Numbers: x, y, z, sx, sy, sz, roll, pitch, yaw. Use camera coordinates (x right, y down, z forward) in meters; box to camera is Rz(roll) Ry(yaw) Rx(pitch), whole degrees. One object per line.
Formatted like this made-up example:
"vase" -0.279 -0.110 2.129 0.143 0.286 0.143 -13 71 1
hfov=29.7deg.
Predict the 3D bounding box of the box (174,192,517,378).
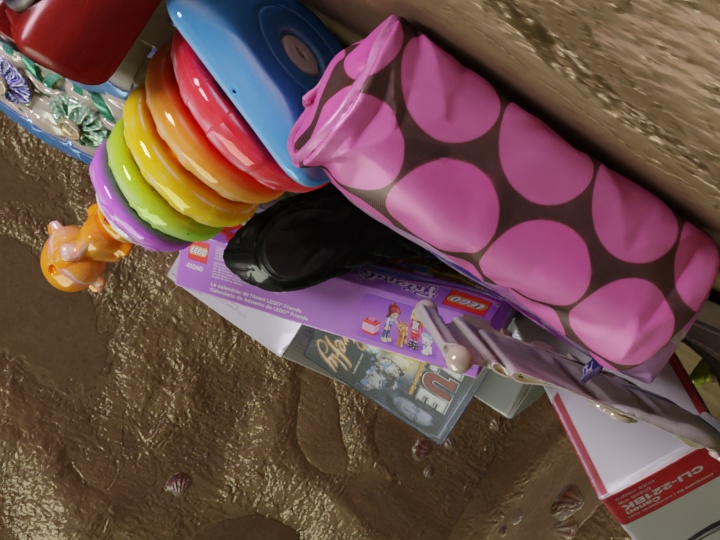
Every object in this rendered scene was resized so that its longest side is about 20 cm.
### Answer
"box" 0.000 0.000 0.867 0.198 0.040 0.137 17 -159 14

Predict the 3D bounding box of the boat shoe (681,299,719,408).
"boat shoe" 0.262 0.086 0.839 0.200 0.072 0.070 34 -178 7

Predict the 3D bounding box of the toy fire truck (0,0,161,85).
"toy fire truck" -0.148 -0.155 0.572 0.175 0.129 0.200 31 -169 -32

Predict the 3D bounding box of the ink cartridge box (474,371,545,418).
"ink cartridge box" 0.119 0.033 1.154 0.146 0.084 0.200 33 -159 19

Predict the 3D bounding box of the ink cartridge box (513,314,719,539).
"ink cartridge box" 0.194 0.111 0.905 0.200 0.083 0.145 47 -164 -50

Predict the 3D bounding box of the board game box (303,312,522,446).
"board game box" 0.039 0.040 1.013 0.135 0.035 0.201 32 145 7

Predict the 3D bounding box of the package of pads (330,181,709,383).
"package of pads" 0.085 -0.023 0.746 0.199 0.076 0.120 32 -177 -31

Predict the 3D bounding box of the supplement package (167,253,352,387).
"supplement package" -0.026 -0.025 1.200 0.146 0.201 0.191 32 180 28

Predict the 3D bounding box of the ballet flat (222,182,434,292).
"ballet flat" 0.009 -0.036 0.805 0.198 0.067 0.057 -15 -167 -32

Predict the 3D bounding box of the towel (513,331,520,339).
"towel" 0.067 0.006 1.001 0.198 0.024 0.146 1 130 41

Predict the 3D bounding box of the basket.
"basket" -0.157 -0.137 0.825 0.175 0.140 0.200 31 171 6

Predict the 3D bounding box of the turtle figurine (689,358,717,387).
"turtle figurine" 0.313 0.111 0.970 0.161 0.065 0.200 41 -166 18

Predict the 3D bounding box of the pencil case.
"pencil case" 0.061 -0.032 0.609 0.199 0.091 0.094 34 -173 -21

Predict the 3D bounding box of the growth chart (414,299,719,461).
"growth chart" 0.120 0.061 0.698 0.198 0.018 0.145 22 -173 0

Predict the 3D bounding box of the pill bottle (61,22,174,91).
"pill bottle" -0.163 -0.162 1.050 0.199 0.112 0.111 32 -179 0

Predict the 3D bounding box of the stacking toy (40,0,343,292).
"stacking toy" -0.096 -0.049 0.697 0.116 0.199 0.110 51 -153 0
